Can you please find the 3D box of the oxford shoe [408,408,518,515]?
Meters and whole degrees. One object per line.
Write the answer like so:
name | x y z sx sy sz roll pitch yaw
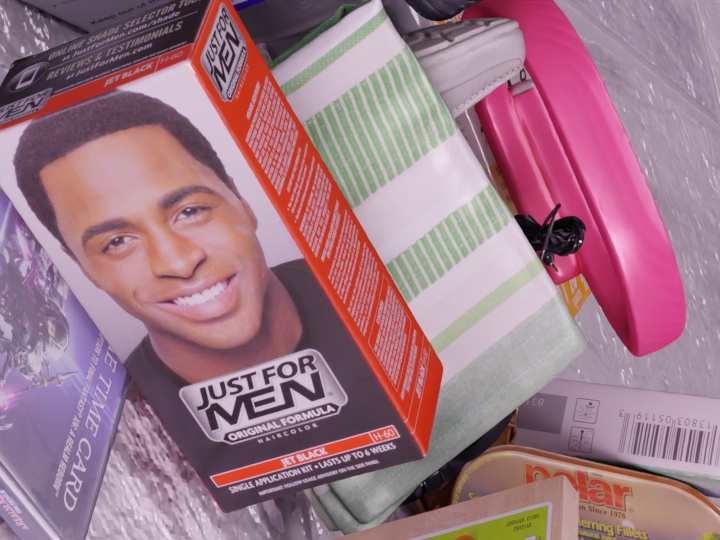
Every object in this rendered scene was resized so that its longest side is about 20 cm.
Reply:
oxford shoe | 0.056 0.088 1.147 0.201 0.071 0.072 62 23 -28

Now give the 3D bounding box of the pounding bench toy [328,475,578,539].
pounding bench toy | 0.055 0.217 0.863 0.156 0.123 0.201 54 30 -34

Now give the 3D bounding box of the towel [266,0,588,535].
towel | 0.000 0.000 0.973 0.201 0.152 0.023 58 -16 -20

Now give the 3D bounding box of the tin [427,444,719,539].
tin | 0.120 0.152 1.117 0.199 0.042 0.113 15 53 -28

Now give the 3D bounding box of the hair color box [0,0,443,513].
hair color box | -0.055 -0.003 0.872 0.201 0.101 0.061 59 26 -28

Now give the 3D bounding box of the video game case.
video game case | -0.147 -0.007 0.816 0.201 0.019 0.143 58 27 -33

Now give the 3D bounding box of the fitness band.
fitness band | 0.108 -0.050 1.126 0.201 0.037 0.144 65 -10 -1

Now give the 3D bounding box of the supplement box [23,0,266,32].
supplement box | -0.115 -0.174 0.901 0.200 0.103 0.102 18 59 -61

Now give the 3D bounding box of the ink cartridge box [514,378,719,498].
ink cartridge box | 0.160 0.108 1.259 0.200 0.160 0.051 42 57 -62

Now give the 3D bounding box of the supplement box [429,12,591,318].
supplement box | 0.062 -0.058 1.257 0.201 0.073 0.126 68 24 -11

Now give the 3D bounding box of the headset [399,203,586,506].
headset | 0.028 0.028 1.054 0.199 0.094 0.124 -33 110 -24

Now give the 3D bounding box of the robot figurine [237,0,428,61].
robot figurine | -0.038 -0.189 1.069 0.169 0.113 0.201 -37 110 -33

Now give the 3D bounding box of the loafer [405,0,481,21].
loafer | 0.014 -0.195 0.978 0.200 0.072 0.073 41 42 -42

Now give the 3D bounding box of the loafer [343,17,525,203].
loafer | -0.002 -0.057 1.017 0.199 0.070 0.070 -30 108 -22
